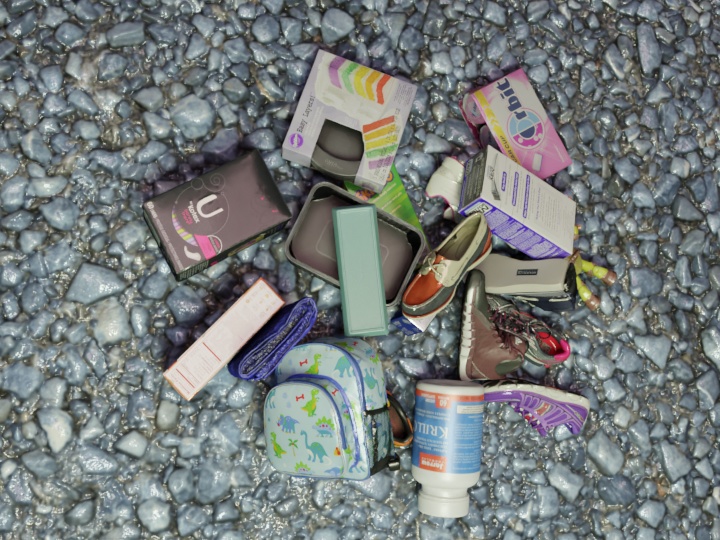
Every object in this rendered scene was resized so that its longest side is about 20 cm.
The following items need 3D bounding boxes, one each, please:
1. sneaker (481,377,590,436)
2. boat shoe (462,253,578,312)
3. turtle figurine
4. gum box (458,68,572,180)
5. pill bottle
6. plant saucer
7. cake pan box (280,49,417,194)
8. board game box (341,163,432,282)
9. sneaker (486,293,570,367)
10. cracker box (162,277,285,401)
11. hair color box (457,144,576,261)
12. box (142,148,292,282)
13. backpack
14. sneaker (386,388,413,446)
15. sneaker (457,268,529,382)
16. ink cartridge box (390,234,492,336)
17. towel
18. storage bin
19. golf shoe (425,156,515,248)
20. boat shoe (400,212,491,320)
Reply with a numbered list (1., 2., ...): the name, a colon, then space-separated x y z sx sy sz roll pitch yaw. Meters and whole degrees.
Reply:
1. sneaker: 0.292 0.230 1.341 0.197 0.081 0.085 15 86 -11
2. boat shoe: 0.270 0.029 1.346 0.093 0.198 0.075 55 50 -43
3. turtle figurine: 0.368 -0.018 1.400 0.160 0.064 0.201 34 76 -6
4. gum box: 0.268 -0.243 1.408 0.113 0.066 0.202 -28 89 -17
5. pill bottle: 0.137 0.279 1.272 0.110 0.112 0.203 3 88 -13
6. plant saucer: 0.000 0.000 1.226 0.069 0.019 0.203 -6 88 -4
7. cake pan box: -0.019 -0.244 1.335 0.182 0.052 0.202 20 74 0
8. board game box: 0.044 -0.090 1.353 0.095 0.030 0.202 -23 90 -14
9. sneaker: 0.266 0.093 1.355 0.198 0.075 0.081 27 77 -7
10. cracker box: -0.207 0.106 1.210 0.058 0.134 0.200 46 75 -3
11. hair color box: 0.258 -0.103 1.312 0.199 0.065 0.110 29 55 -23
12. box: -0.223 -0.083 1.248 0.198 0.106 0.123 -29 89 -16
13. backpack: -0.050 0.204 1.187 0.146 0.181 0.203 -5 90 -57
14. sneaker: 0.016 0.195 1.272 0.070 0.090 0.201 -40 92 -15
15. sneaker: 0.218 0.091 1.300 0.114 0.076 0.203 4 119 6
16. ink cartridge box: 0.132 0.014 1.325 0.044 0.094 0.201 38 75 -4
17. towel: -0.130 0.109 1.194 0.050 0.200 0.148 46 76 -6
18. storage bin: -0.011 -0.037 1.282 0.198 0.094 0.137 27 85 -3
19. golf shoe: 0.194 -0.101 1.377 0.092 0.075 0.200 -45 91 0
20. boat shoe: 0.130 -0.007 1.232 0.071 0.063 0.200 32 66 34
